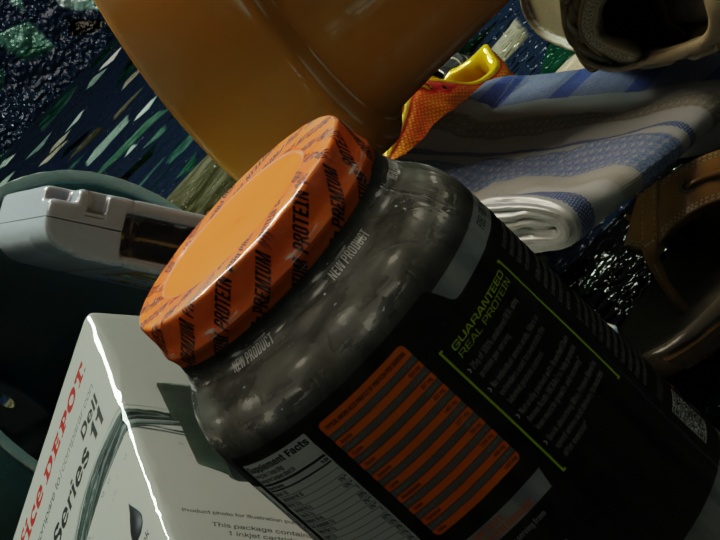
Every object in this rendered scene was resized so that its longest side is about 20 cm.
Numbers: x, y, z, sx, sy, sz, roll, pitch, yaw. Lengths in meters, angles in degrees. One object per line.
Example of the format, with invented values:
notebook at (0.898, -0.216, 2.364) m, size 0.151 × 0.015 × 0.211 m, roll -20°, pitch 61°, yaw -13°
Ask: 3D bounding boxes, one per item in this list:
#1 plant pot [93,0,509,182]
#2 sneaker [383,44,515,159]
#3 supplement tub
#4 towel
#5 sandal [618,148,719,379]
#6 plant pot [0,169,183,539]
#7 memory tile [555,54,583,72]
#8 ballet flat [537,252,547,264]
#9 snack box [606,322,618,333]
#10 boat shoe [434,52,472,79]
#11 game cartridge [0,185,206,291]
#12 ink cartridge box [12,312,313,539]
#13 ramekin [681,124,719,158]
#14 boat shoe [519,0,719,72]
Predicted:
plant pot at (-0.006, -0.158, 1.131) m, size 0.183 × 0.200 × 0.200 m, roll -33°, pitch 17°, yaw 14°
sneaker at (0.023, -0.050, 1.315) m, size 0.073 × 0.077 × 0.200 m, roll -36°, pitch 3°, yaw 33°
supplement tub at (0.029, 0.050, 0.912) m, size 0.122 × 0.200 × 0.123 m, roll -43°, pitch 14°, yaw 13°
towel at (0.070, -0.048, 1.109) m, size 0.146 × 0.024 × 0.200 m, roll -6°, pitch 20°, yaw 36°
sandal at (0.144, -0.029, 1.091) m, size 0.082 × 0.055 × 0.200 m, roll -26°, pitch 25°, yaw 56°
plant pot at (-0.181, 0.078, 1.518) m, size 0.196 × 0.200 × 0.201 m, roll -43°, pitch 12°, yaw 48°
memory tile at (0.063, -0.035, 1.433) m, size 0.153 × 0.017 × 0.200 m, roll -35°, pitch 18°, yaw 40°
ballet flat at (0.000, 0.000, 1.182) m, size 0.200 × 0.072 × 0.072 m, roll -23°, pitch 27°, yaw 46°
snack box at (0.034, 0.051, 1.082) m, size 0.116 × 0.037 × 0.200 m, roll -19°, pitch 4°, yaw -5°
boat shoe at (0.036, -0.084, 1.487) m, size 0.074 × 0.060 × 0.200 m, roll -41°, pitch 15°, yaw 23°
game cartridge at (-0.078, -0.005, 1.361) m, size 0.133 × 0.199 × 0.042 m, roll 165°, pitch 115°, yaw -69°
ink cartridge box at (-0.069, 0.128, 1.025) m, size 0.200 × 0.083 × 0.147 m, roll -119°, pitch 44°, yaw -57°
ramekin at (0.174, -0.160, 1.258) m, size 0.200 × 0.105 × 0.200 m, roll -44°, pitch 14°, yaw 13°
boat shoe at (0.112, -0.116, 1.124) m, size 0.065 × 0.072 × 0.200 m, roll -28°, pitch 15°, yaw -22°
